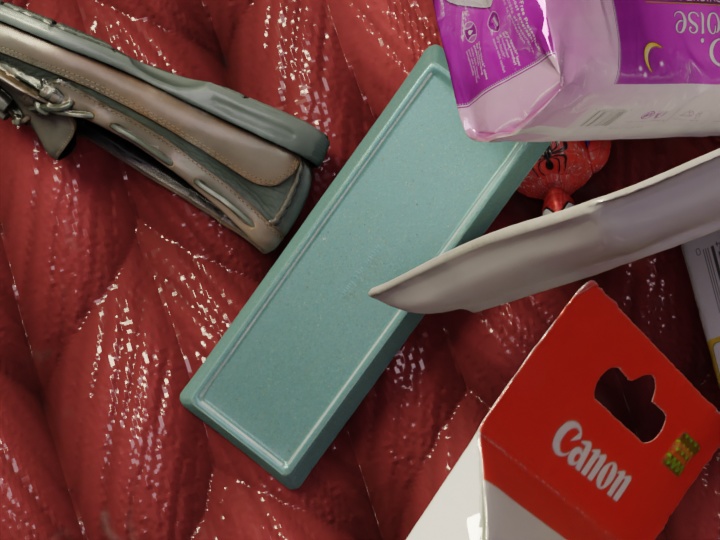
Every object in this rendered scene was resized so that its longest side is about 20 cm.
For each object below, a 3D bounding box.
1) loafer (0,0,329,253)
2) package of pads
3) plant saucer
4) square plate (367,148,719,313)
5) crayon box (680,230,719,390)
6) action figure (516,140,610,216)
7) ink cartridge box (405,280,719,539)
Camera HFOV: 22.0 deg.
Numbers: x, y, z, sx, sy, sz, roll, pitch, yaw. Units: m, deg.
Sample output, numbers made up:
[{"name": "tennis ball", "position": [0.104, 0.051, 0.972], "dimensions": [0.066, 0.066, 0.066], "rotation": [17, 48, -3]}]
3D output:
[{"name": "loafer", "position": [-0.115, -0.069, 0.832], "dimensions": [0.198, 0.072, 0.064], "rotation": [21, 89, 0]}, {"name": "package of pads", "position": [0.123, -0.118, 0.791], "dimensions": [0.198, 0.075, 0.122], "rotation": [-5, 78, -37]}, {"name": "plant saucer", "position": [0.000, 0.000, 0.825], "dimensions": [0.070, 0.019, 0.201], "rotation": [37, 98, 5]}, {"name": "square plate", "position": [0.125, -0.027, 0.727], "dimensions": [0.196, 0.200, 0.029], "rotation": [-19, 89, -24]}, {"name": "crayon box", "position": [0.216, 0.064, 0.748], "dimensions": [0.126, 0.051, 0.202], "rotation": [-20, 70, 27]}, {"name": "action figure", "position": [0.073, -0.108, 0.845], "dimensions": [0.065, 0.052, 0.202], "rotation": [-13, 85, 6]}, {"name": "ink cartridge box", "position": [0.076, 0.125, 0.700], "dimensions": [0.050, 0.162, 0.201], "rotation": [34, 86, 39]}]
